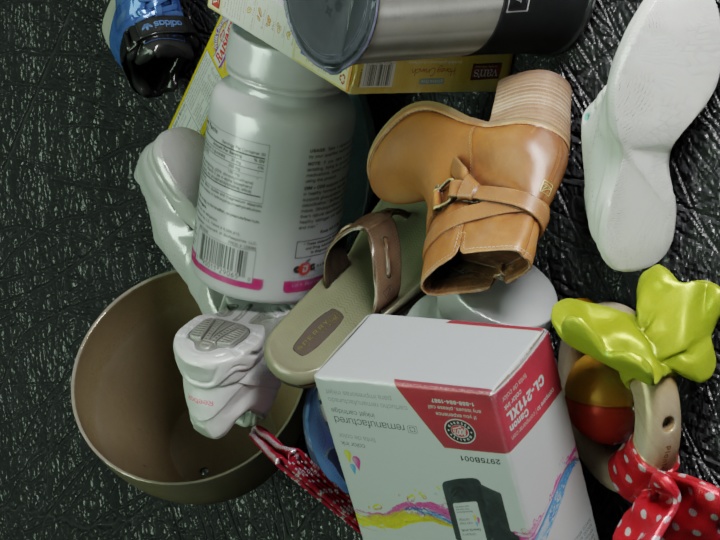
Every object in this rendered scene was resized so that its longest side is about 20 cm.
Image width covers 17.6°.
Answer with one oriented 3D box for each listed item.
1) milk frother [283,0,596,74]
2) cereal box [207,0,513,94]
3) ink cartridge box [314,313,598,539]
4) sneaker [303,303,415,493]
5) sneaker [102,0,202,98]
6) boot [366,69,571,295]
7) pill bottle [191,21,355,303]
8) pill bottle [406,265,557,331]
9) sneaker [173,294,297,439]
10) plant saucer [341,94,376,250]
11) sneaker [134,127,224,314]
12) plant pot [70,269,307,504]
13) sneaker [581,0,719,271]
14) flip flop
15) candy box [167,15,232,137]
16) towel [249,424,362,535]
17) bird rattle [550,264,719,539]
[{"bbox_3d":[0.026,-0.219,1.610,0.200,0.187,0.182,-21,78,55],"label":"milk frother"},{"bbox_3d":[-0.002,-0.179,1.706,0.200,0.143,0.040,36,123,47],"label":"cereal box"},{"bbox_3d":[0.070,0.138,1.581,0.145,0.083,0.201,4,123,33],"label":"ink cartridge box"},{"bbox_3d":[0.010,0.091,1.803,0.082,0.074,0.201,36,127,46],"label":"sneaker"},{"bbox_3d":[-0.174,-0.240,2.016,0.111,0.076,0.201,61,147,38],"label":"sneaker"},{"bbox_3d":[0.061,-0.046,1.627,0.200,0.074,0.155,-26,41,47],"label":"boot"},{"bbox_3d":[-0.064,-0.086,1.779,0.113,0.113,0.201,37,126,47],"label":"pill bottle"},{"bbox_3d":[0.071,0.084,1.683,0.112,0.112,0.201,54,138,36],"label":"pill bottle"},{"bbox_3d":[-0.084,0.067,1.809,0.078,0.200,0.100,18,118,26],"label":"sneaker"},{"bbox_3d":[-0.034,-0.101,1.871,0.201,0.039,0.202,17,110,54],"label":"plant saucer"},{"bbox_3d":[-0.127,-0.013,1.906,0.088,0.075,0.201,-32,78,52],"label":"sneaker"},{"bbox_3d":[-0.129,0.116,1.959,0.201,0.200,0.135,59,175,31],"label":"plant pot"},{"bbox_3d":[0.177,-0.105,1.524,0.089,0.075,0.201,-120,36,-56],"label":"sneaker"},{"bbox_3d":[0.000,0.000,1.725,0.081,0.200,0.058,33,161,34],"label":"flip flop"},{"bbox_3d":[-0.105,-0.132,1.913,0.103,0.026,0.200,63,143,28],"label":"candy box"},{"bbox_3d":[0.006,0.187,1.742,0.200,0.023,0.145,40,176,-11],"label":"towel"},{"bbox_3d":[0.186,0.094,1.558,0.163,0.112,0.201,-150,44,-64],"label":"bird rattle"}]
